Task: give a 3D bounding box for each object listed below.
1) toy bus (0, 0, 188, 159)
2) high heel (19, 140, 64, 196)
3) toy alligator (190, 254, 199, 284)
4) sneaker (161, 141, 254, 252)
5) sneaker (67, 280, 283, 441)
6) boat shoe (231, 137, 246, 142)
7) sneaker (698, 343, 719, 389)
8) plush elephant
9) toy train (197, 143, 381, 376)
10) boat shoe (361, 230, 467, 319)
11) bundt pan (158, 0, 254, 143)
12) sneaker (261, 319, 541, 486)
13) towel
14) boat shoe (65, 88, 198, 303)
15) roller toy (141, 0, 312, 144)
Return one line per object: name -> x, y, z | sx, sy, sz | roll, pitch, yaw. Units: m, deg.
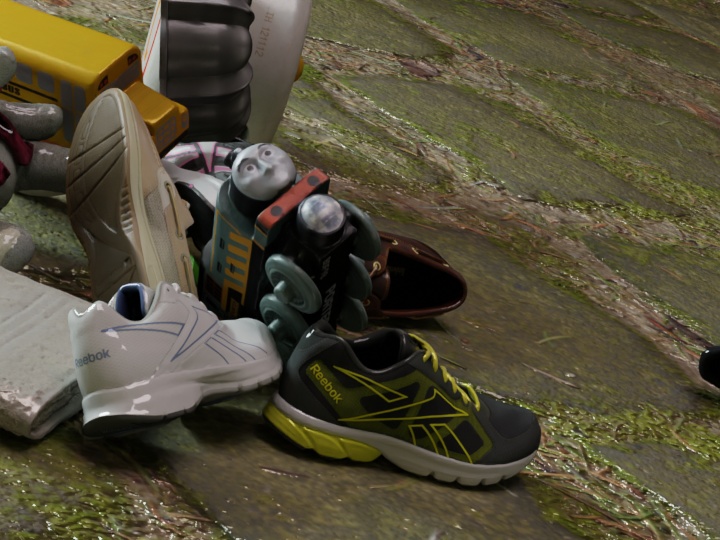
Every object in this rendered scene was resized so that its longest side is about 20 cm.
toy bus -> -0.225, -0.141, 1.734 | 0.199, 0.079, 0.065 | 21, 42, 24
high heel -> -0.284, -0.111, 1.824 | 0.199, 0.068, 0.096 | 6, 26, 4
toy alligator -> -0.172, -0.033, 1.706 | 0.054, 0.059, 0.200 | -30, 39, -8
sneaker -> -0.112, -0.063, 1.761 | 0.086, 0.081, 0.200 | -26, 30, -21
sneaker -> -0.110, 0.045, 1.432 | 0.074, 0.088, 0.200 | -17, -1, 24
boat shoe -> -0.094, -0.056, 1.861 | 0.074, 0.063, 0.200 | 15, 18, -19
sneaker -> 0.336, 0.108, 1.810 | 0.082, 0.071, 0.199 | -8, 27, -30
plush elephant -> -0.283, -0.114, 1.630 | 0.199, 0.156, 0.165 | 18, 39, 25
toy train -> -0.053, -0.005, 1.541 | 0.114, 0.200, 0.085 | 41, 65, 15
boat shoe -> 0.000, 0.000, 1.763 | 0.199, 0.071, 0.070 | 2, 19, -45
bundt pan -> -0.123, -0.190, 1.873 | 0.075, 0.203, 0.202 | 1, 18, -5
sneaker -> 0.038, 0.084, 1.506 | 0.199, 0.085, 0.074 | 9, 20, -29
towel -> -0.222, 0.047, 1.434 | 0.132, 0.035, 0.200 | 20, 17, 10
boat shoe -> -0.151, -0.032, 1.593 | 0.065, 0.072, 0.201 | 16, 48, -42
roller toy -> -0.118, -0.199, 2.082 | 0.139, 0.183, 0.200 | 16, 26, -10
